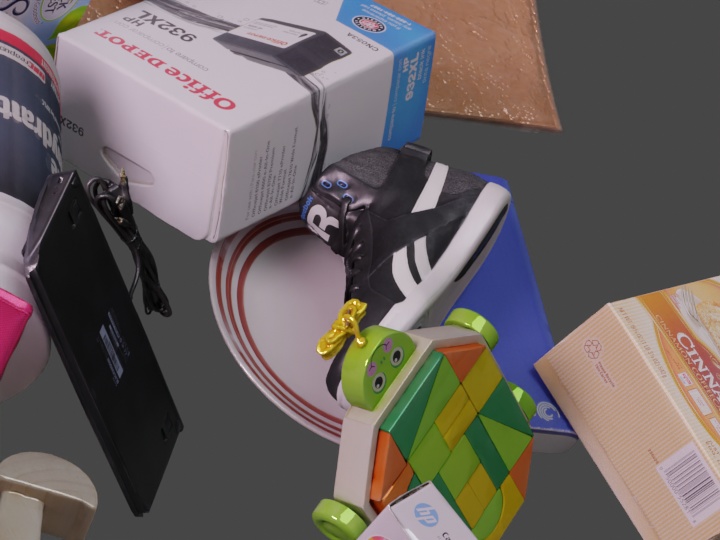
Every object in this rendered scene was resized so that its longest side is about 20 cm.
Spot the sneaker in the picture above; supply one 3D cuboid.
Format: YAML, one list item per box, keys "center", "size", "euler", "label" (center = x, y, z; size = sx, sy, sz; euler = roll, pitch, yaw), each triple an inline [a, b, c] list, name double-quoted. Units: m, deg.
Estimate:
- center: [0.000, 0.000, 1.444]
  size: [0.112, 0.073, 0.200]
  euler: [26, 46, 13]
  label: "sneaker"

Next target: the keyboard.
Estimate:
- center: [-0.136, 0.027, 1.323]
  size: [0.021, 0.200, 0.127]
  euler: [-1, 42, 19]
  label: "keyboard"

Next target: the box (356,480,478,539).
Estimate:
- center: [0.050, 0.234, 1.272]
  size: [0.200, 0.156, 0.041]
  euler: [49, 42, 13]
  label: "box"

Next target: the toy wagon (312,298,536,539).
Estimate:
- center: [0.033, 0.095, 1.367]
  size: [0.040, 0.200, 0.155]
  euler: [15, 59, 37]
  label: "toy wagon"

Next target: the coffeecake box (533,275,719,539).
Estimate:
- center: [0.224, 0.089, 1.531]
  size: [0.200, 0.073, 0.154]
  euler: [-11, 65, -53]
  label: "coffeecake box"

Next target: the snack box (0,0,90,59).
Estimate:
- center: [-0.233, -0.182, 1.403]
  size: [0.169, 0.200, 0.068]
  euler: [-9, 61, -38]
  label: "snack box"

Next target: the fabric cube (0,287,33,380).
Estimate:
- center: [-0.301, 0.094, 1.132]
  size: [0.196, 0.200, 0.199]
  euler: [27, 42, -10]
  label: "fabric cube"

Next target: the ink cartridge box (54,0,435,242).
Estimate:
- center: [-0.073, -0.112, 1.500]
  size: [0.145, 0.084, 0.200]
  euler: [31, 39, 28]
  label: "ink cartridge box"

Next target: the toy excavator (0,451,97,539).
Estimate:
- center: [-0.147, 0.197, 1.229]
  size: [0.200, 0.100, 0.194]
  euler: [35, 41, 10]
  label: "toy excavator"

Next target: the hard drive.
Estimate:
- center: [0.055, 0.019, 1.517]
  size: [0.132, 0.025, 0.200]
  euler: [8, 51, -28]
  label: "hard drive"

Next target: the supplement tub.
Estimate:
- center: [-0.232, -0.037, 1.325]
  size: [0.140, 0.140, 0.200]
  euler: [13, 49, -24]
  label: "supplement tub"

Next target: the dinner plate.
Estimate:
- center: [-0.006, 0.035, 1.498]
  size: [0.200, 0.024, 0.200]
  euler: [18, 48, -21]
  label: "dinner plate"
